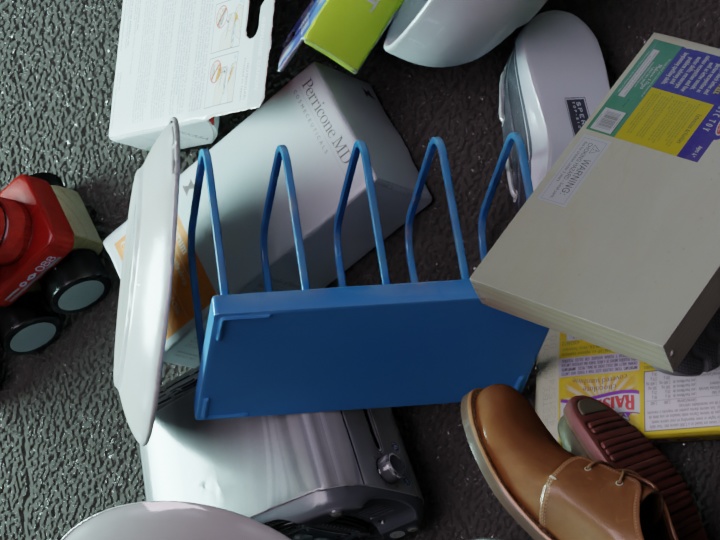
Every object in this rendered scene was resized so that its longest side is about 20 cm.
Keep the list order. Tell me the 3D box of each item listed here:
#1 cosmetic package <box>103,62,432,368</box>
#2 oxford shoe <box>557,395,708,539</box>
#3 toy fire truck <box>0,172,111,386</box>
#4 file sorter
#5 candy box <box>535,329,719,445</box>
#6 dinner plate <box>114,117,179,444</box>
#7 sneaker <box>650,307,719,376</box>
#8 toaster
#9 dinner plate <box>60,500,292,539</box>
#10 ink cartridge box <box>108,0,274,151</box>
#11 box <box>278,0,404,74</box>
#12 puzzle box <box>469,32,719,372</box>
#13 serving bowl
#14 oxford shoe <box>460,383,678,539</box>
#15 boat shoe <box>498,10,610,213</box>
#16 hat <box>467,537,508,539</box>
[{"bbox_3d":[-0.063,-0.032,1.657,0.200,0.071,0.101,-39,61,21],"label":"cosmetic package"},{"bbox_3d":[0.161,0.166,1.455,0.074,0.071,0.200,-41,69,30],"label":"oxford shoe"},{"bbox_3d":[-0.288,0.015,1.723,0.176,0.200,0.129,-39,61,22],"label":"toy fire truck"},{"bbox_3d":[0.000,0.000,1.500,0.200,0.139,0.123,-4,62,-11],"label":"file sorter"},{"bbox_3d":[0.194,0.049,1.492,0.200,0.026,0.102,-6,77,34],"label":"candy box"},{"bbox_3d":[-0.132,0.006,1.550,0.024,0.200,0.200,7,82,-8],"label":"dinner plate"},{"bbox_3d":[0.197,-0.024,1.454,0.082,0.075,0.200,5,54,35],"label":"sneaker"},{"bbox_3d":[-0.061,0.125,1.602,0.200,0.114,0.129,-28,62,31],"label":"toaster"},{"bbox_3d":[-0.102,0.221,1.572,0.200,0.200,0.024,-21,30,29],"label":"dinner plate"},{"bbox_3d":[-0.094,-0.169,1.683,0.200,0.050,0.161,-6,76,53],"label":"ink cartridge box"},{"bbox_3d":[0.020,-0.207,1.602,0.048,0.122,0.200,32,101,-7],"label":"box"},{"bbox_3d":[0.169,-0.043,1.410,0.133,0.025,0.200,20,62,38],"label":"puzzle box"},{"bbox_3d":[0.094,-0.201,1.541,0.066,0.200,0.200,33,103,-8],"label":"serving bowl"},{"bbox_3d":[0.129,0.128,1.398,0.071,0.071,0.200,-51,58,22],"label":"oxford shoe"},{"bbox_3d":[0.120,-0.056,1.539,0.068,0.072,0.200,129,135,-59],"label":"boat shoe"},{"bbox_3d":[0.118,0.244,1.463,0.201,0.081,0.201,8,100,54],"label":"hat"}]
